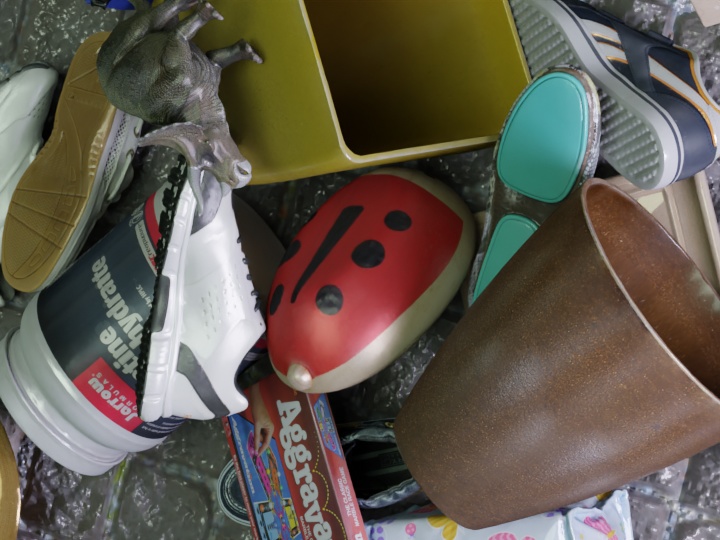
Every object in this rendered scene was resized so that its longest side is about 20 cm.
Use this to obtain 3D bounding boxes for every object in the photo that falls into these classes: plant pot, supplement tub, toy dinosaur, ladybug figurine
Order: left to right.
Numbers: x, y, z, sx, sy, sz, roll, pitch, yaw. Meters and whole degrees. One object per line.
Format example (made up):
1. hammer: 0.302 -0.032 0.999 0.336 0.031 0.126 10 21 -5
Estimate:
1. supplement tub: -0.152 0.040 1.795 0.200 0.140 0.140 -40 77 19
2. toy dinosaur: -0.132 -0.135 1.621 0.102 0.077 0.200 -45 55 0
3. plant pot: -0.027 -0.152 1.710 0.176 0.200 0.200 -21 83 43
4. ladybug figurine: 0.000 0.000 1.698 0.136 0.200 0.072 -2 132 36
5. plant pot: 0.126 0.074 1.611 0.200 0.187 0.187 -38 77 20

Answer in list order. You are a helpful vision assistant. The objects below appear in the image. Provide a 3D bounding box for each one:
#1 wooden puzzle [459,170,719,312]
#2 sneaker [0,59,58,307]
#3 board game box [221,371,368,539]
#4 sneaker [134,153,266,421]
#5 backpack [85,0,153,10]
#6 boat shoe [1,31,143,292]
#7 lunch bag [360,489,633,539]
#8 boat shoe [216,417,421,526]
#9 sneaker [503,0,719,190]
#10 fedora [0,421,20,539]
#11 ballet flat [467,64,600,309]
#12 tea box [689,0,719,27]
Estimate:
1. wooden puzzle: 0.166 0.033 1.721 0.200 0.037 0.185 -15 85 27
2. sneaker: -0.264 -0.064 1.887 0.087 0.075 0.200 27 109 8
3. board game box: -0.039 0.170 1.728 0.103 0.019 0.200 -31 70 46
4. sneaker: -0.100 0.005 1.674 0.080 0.074 0.200 7 103 -9
5. backpack: -0.116 -0.298 1.753 0.200 0.168 0.163 -32 84 25
6. boat shoe: -0.197 -0.072 1.843 0.071 0.069 0.200 25 91 33
7. lunch bag: 0.102 0.257 1.704 0.169 0.127 0.200 -6 93 28
8. boat shoe: -0.026 0.141 1.771 0.200 0.091 0.071 -15 86 23
9. sneaker: 0.174 -0.127 1.694 0.200 0.079 0.078 50 145 37
10. fedora: -0.322 0.165 1.902 0.200 0.082 0.201 -2 86 26
11. ballet flat: 0.121 -0.050 1.678 0.072 0.072 0.200 24 115 20
12. tea box: 0.282 -0.286 1.564 0.200 0.134 0.197 -15 50 22
